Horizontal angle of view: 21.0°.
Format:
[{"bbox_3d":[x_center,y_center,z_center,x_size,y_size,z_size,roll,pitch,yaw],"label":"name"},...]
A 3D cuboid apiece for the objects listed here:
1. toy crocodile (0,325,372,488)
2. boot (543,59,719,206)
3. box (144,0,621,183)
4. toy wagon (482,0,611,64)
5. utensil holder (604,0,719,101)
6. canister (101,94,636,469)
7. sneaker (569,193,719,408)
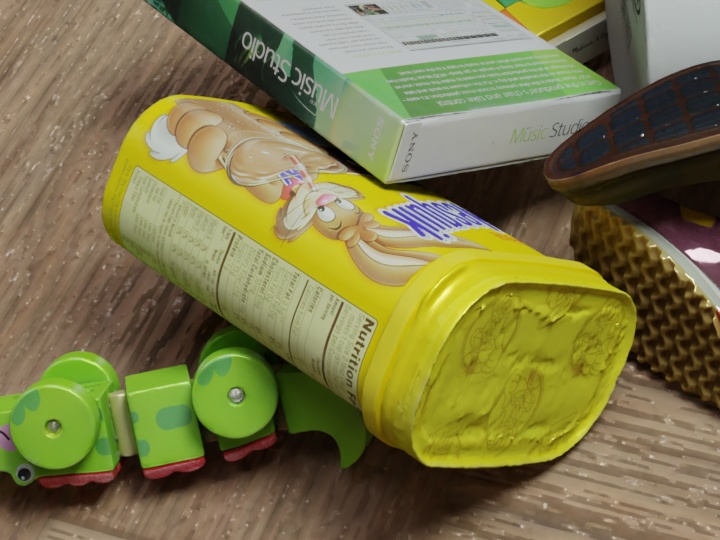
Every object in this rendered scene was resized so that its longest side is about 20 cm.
[{"bbox_3d":[-0.092,0.067,0.864,0.199,0.062,0.068,-9,10,0],"label":"toy crocodile"},{"bbox_3d":[0.184,-0.042,0.831,0.199,0.097,0.075,-19,27,10],"label":"boot"},{"bbox_3d":[0.005,-0.109,0.923,0.144,0.036,0.200,-11,37,-40],"label":"box"},{"bbox_3d":[0.063,-0.174,1.056,0.155,0.040,0.200,-29,51,-16],"label":"toy wagon"},{"bbox_3d":[0.221,-0.140,0.909,0.199,0.170,0.171,-5,49,1],"label":"utensil holder"},{"bbox_3d":[0.000,0.000,0.852,0.200,0.087,0.148,32,16,34],"label":"canister"},{"bbox_3d":[0.185,0.015,0.860,0.200,0.075,0.090,37,55,27],"label":"sneaker"}]
